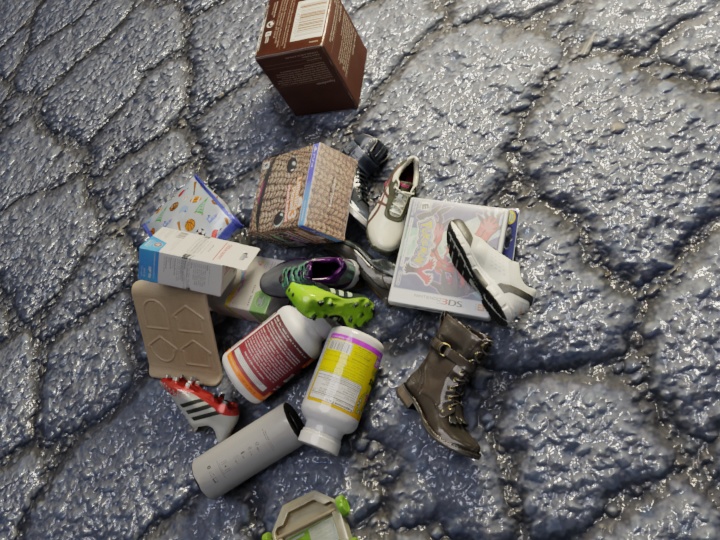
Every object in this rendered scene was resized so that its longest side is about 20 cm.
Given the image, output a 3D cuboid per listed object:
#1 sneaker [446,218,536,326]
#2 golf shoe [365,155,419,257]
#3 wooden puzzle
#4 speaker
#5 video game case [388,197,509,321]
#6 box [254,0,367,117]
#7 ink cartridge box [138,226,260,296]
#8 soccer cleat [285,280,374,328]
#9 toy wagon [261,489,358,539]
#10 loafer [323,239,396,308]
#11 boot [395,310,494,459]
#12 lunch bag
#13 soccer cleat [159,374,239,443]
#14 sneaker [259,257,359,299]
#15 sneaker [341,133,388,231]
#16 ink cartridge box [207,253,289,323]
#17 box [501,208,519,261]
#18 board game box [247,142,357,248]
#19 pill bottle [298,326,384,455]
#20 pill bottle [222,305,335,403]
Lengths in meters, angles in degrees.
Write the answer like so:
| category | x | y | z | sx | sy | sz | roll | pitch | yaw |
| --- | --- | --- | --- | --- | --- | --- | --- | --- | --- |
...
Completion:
| category | x | y | z | sx | sy | sz | roll | pitch | yaw |
| --- | --- | --- | --- | --- | --- | --- | --- | --- | --- |
| sneaker | 0.213 | -0.006 | 1.126 | 0.079 | 0.074 | 0.201 | -27 | 70 | -12 |
| golf shoe | 0.063 | -0.124 | 1.275 | 0.076 | 0.088 | 0.202 | 18 | 65 | -4 |
| wooden puzzle | -0.355 | 0.118 | 1.340 | 0.183 | 0.046 | 0.203 | 3 | 107 | 25 |
| speaker | -0.192 | 0.314 | 1.188 | 0.199 | 0.081 | 0.082 | -33 | 56 | 6 |
| video game case | 0.155 | -0.024 | 1.188 | 0.179 | 0.023 | 0.203 | 9 | 72 | 17 |
| box | -0.102 | -0.470 | 1.479 | 0.162 | 0.200 | 0.168 | -3 | 63 | 23 |
| ink cartridge box | -0.299 | -0.014 | 1.274 | 0.197 | 0.069 | 0.116 | 12 | 24 | 3 |
| soccer cleat | -0.047 | 0.054 | 1.187 | 0.081 | 0.199 | 0.068 | 40 | 104 | 34 |
| toy wagon | -0.070 | 0.461 | 1.082 | 0.154 | 0.040 | 0.202 | -28 | 57 | 9 |
| loafer | 0.000 | 0.000 | 1.270 | 0.199 | 0.073 | 0.073 | 28 | 81 | 33 |
| boot | 0.157 | 0.178 | 1.086 | 0.200 | 0.069 | 0.175 | 41 | 100 | 36 |
| lunch bag | -0.341 | -0.079 | 1.427 | 0.170 | 0.124 | 0.200 | -46 | 40 | -3 |
| soccer cleat | -0.311 | 0.256 | 1.280 | 0.198 | 0.068 | 0.086 | 17 | 91 | 29 |
| sneaker | -0.104 | 0.002 | 1.230 | 0.197 | 0.087 | 0.076 | -9 | 74 | 18 |
| sneaker | 0.009 | -0.184 | 1.356 | 0.146 | 0.077 | 0.203 | -38 | 54 | 5 |
| ink cartridge box | -0.236 | 0.032 | 1.361 | 0.197 | 0.067 | 0.119 | 8 | 68 | 28 |
| box | 0.186 | -0.055 | 1.235 | 0.197 | 0.032 | 0.123 | 3 | 66 | 25 |
| board game box | -0.114 | -0.139 | 1.318 | 0.199 | 0.096 | 0.162 | -5 | 71 | 50 |
| pill bottle | -0.037 | 0.205 | 1.160 | 0.103 | 0.104 | 0.202 | 12 | 70 | 28 |
| pill bottle | -0.143 | 0.139 | 1.236 | 0.199 | 0.113 | 0.113 | -38 | 55 | 2 |
